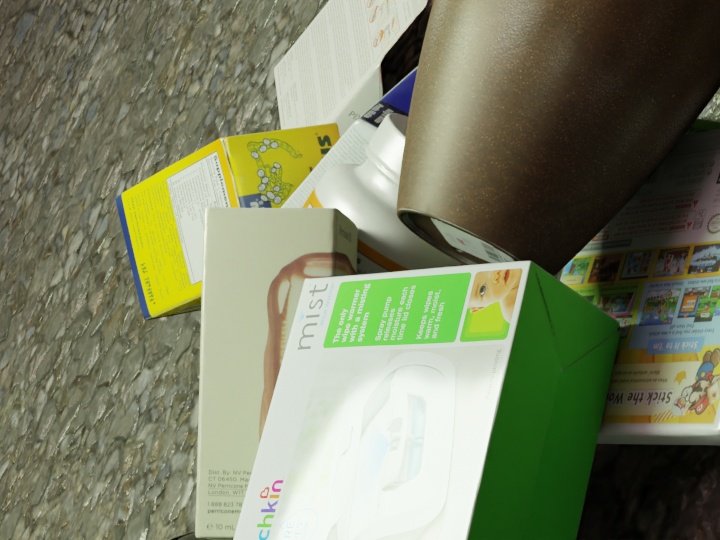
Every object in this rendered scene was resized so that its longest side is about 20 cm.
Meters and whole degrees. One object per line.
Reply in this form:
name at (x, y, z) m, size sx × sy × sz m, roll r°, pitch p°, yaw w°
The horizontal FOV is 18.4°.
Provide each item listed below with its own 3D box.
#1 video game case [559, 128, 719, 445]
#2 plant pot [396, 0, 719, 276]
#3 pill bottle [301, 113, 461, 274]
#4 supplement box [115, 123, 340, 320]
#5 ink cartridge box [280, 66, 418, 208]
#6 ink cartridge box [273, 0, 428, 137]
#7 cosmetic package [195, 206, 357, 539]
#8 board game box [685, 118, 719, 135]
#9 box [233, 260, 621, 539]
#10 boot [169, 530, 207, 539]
video game case at (0.172, 0.009, 1.246) m, size 0.200 × 0.023 × 0.183 m, roll -7°, pitch 62°, yaw 61°
plant pot at (0.105, -0.099, 1.252) m, size 0.201 × 0.186 × 0.187 m, roll -63°, pitch 24°, yaw -10°
pill bottle at (0.000, 0.000, 1.486) m, size 0.201 × 0.111 × 0.111 m, roll -57°, pitch 26°, yaw 15°
supplement box at (-0.099, -0.038, 1.797) m, size 0.200 × 0.109 × 0.110 m, roll -21°, pitch 81°, yaw 57°
ink cartridge box at (0.025, -0.106, 1.629) m, size 0.200 × 0.041 × 0.200 m, roll -45°, pitch 0°, yaw 35°
ink cartridge box at (0.004, -0.183, 1.852) m, size 0.200 × 0.050 × 0.161 m, roll -47°, pitch 30°, yaw 27°
cosmetic package at (-0.050, 0.066, 1.374) m, size 0.103 × 0.087 × 0.202 m, roll 29°, pitch -119°, yaw -80°
board game box at (0.201, -0.034, 1.309) m, size 0.102 × 0.047 × 0.200 m, roll -66°, pitch 25°, yaw -2°
box at (0.034, 0.108, 1.243) m, size 0.176 × 0.097 × 0.201 m, roll -3°, pitch 64°, yaw 42°
boot at (-0.030, 0.142, 1.466) m, size 0.069 × 0.199 × 0.174 m, roll 52°, pitch 127°, yaw 25°
